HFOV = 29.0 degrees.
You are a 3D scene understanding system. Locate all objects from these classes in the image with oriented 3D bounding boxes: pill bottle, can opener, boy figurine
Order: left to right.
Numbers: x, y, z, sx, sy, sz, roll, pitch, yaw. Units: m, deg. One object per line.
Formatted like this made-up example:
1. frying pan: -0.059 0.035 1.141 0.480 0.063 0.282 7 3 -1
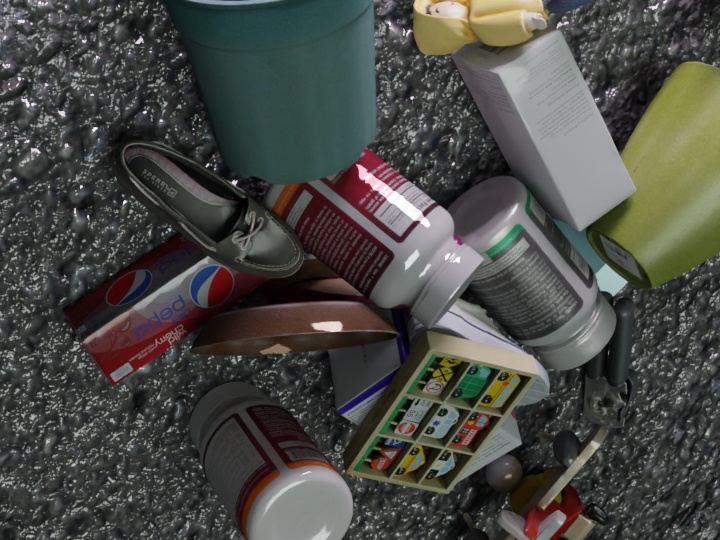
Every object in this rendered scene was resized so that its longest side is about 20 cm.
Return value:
1. pill bottle: -0.095 0.197 1.384 0.109 0.200 0.110 -12 119 -22
2. pill bottle: 0.014 -0.038 1.318 0.200 0.113 0.113 39 94 8
3. boy figurine: 0.144 -0.264 1.339 0.199 0.125 0.065 -15 132 16
4. pill bottle: 0.176 0.007 1.457 0.113 0.113 0.200 -43 116 -2
5. can opener: 0.296 0.102 1.632 0.067 0.053 0.201 -46 145 -42

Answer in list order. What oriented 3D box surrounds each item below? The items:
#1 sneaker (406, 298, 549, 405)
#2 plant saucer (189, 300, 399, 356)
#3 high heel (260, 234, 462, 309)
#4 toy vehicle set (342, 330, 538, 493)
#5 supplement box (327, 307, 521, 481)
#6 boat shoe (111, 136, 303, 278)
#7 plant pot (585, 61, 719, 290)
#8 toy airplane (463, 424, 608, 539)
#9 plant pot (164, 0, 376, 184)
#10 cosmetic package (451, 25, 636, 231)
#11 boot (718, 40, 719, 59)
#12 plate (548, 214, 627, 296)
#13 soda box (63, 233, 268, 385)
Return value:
1. sneaker: 0.126 0.074 1.443 0.073 0.071 0.200 -29 133 31
2. plant saucer: -0.063 0.055 1.321 0.199 0.200 0.035 -1 80 -28
3. high heel: 0.000 0.000 1.384 0.199 0.068 0.096 -29 136 16
4. toy vehicle set: 0.078 0.147 1.408 0.124 0.027 0.200 13 130 -22
5. supplement box: 0.068 0.129 1.480 0.103 0.101 0.200 -36 129 25
6. boat shoe: -0.139 -0.055 1.266 0.200 0.057 0.067 32 82 -5
7. plant pot: 0.337 -0.083 1.469 0.200 0.187 0.187 -45 126 -8
8. toy airplane: 0.194 0.274 1.615 0.200 0.141 0.199 -35 159 -25
9. plant pot: -0.069 -0.196 1.219 0.199 0.200 0.197 -22 131 -17
10. cosmetic package: 0.184 -0.148 1.401 0.081 0.113 0.200 -37 119 -7
11. boot: 0.437 -0.313 1.426 0.203 0.073 0.154 -34 139 -24
12. plate: 0.240 -0.040 1.552 0.199 0.026 0.201 -11 118 -22
13. soda box: -0.178 0.019 1.331 0.200 0.070 0.064 -34 125 -9
